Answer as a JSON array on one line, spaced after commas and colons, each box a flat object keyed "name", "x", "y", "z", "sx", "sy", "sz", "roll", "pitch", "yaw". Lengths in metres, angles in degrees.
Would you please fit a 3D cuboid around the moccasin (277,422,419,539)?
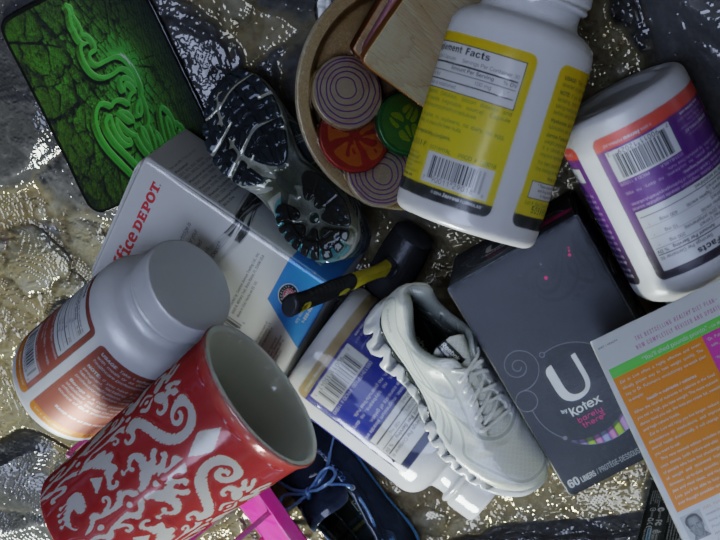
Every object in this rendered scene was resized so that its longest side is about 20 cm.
[{"name": "moccasin", "x": -0.021, "y": 0.211, "z": 1.353, "sx": 0.200, "sy": 0.068, "sz": 0.081, "roll": 41, "pitch": 120, "yaw": 2}]

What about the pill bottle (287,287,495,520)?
[{"name": "pill bottle", "x": 0.042, "y": 0.120, "z": 1.260, "sx": 0.199, "sy": 0.120, "sz": 0.120, "roll": 37, "pitch": 120, "yaw": 3}]

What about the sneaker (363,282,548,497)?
[{"name": "sneaker", "x": 0.081, "y": 0.095, "z": 1.169, "sx": 0.200, "sy": 0.075, "sz": 0.081, "roll": 50, "pitch": 150, "yaw": 8}]

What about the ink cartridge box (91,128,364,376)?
[{"name": "ink cartridge box", "x": -0.119, "y": -0.007, "z": 1.288, "sx": 0.199, "sy": 0.084, "sz": 0.147, "roll": 35, "pitch": 124, "yaw": 5}]

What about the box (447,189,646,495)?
[{"name": "box", "x": 0.172, "y": 0.057, "z": 1.177, "sx": 0.122, "sy": 0.106, "sz": 0.201, "roll": -30, "pitch": 98, "yaw": 13}]

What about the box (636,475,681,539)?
[{"name": "box", "x": 0.320, "y": 0.187, "z": 1.132, "sx": 0.191, "sy": 0.200, "sz": 0.048, "roll": -2, "pitch": 118, "yaw": 21}]

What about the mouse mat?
[{"name": "mouse mat", "x": -0.226, "y": -0.163, "z": 1.312, "sx": 0.160, "sy": 0.008, "sz": 0.202, "roll": -20, "pitch": 104, "yaw": 27}]

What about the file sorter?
[{"name": "file sorter", "x": -0.163, "y": 0.211, "z": 1.342, "sx": 0.201, "sy": 0.125, "sz": 0.139, "roll": 56, "pitch": 162, "yaw": -7}]

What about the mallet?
[{"name": "mallet", "x": 0.000, "y": 0.000, "z": 1.185, "sx": 0.041, "sy": 0.200, "sz": 0.066, "roll": 39, "pitch": 110, "yaw": 17}]

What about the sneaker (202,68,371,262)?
[{"name": "sneaker", "x": -0.062, "y": -0.083, "z": 1.242, "sx": 0.077, "sy": 0.086, "sz": 0.201, "roll": -39, "pitch": 70, "yaw": 15}]

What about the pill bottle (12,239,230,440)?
[{"name": "pill bottle", "x": -0.202, "y": 0.057, "z": 1.240, "sx": 0.199, "sy": 0.112, "sz": 0.113, "roll": -35, "pitch": 96, "yaw": 37}]

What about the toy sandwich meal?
[{"name": "toy sandwich meal", "x": 0.047, "y": -0.144, "z": 1.132, "sx": 0.203, "sy": 0.070, "sz": 0.208, "roll": -2, "pitch": 99, "yaw": -16}]

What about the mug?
[{"name": "mug", "x": -0.143, "y": 0.159, "z": 1.194, "sx": 0.199, "sy": 0.177, "sz": 0.134, "roll": -38, "pitch": 69, "yaw": 15}]

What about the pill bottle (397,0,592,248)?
[{"name": "pill bottle", "x": 0.105, "y": -0.127, "z": 1.061, "sx": 0.110, "sy": 0.111, "sz": 0.202, "roll": 19, "pitch": 97, "yaw": 13}]

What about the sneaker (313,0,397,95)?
[{"name": "sneaker", "x": 0.007, "y": -0.169, "z": 1.191, "sx": 0.079, "sy": 0.074, "sz": 0.202, "roll": -11, "pitch": 109, "yaw": 3}]

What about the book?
[{"name": "book", "x": 0.268, "y": 0.114, "z": 1.041, "sx": 0.133, "sy": 0.048, "sz": 0.202, "roll": -27, "pitch": 75, "yaw": 16}]

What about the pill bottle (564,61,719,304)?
[{"name": "pill bottle", "x": 0.240, "y": -0.047, "z": 1.116, "sx": 0.111, "sy": 0.111, "sz": 0.201, "roll": -23, "pitch": 102, "yaw": 28}]
